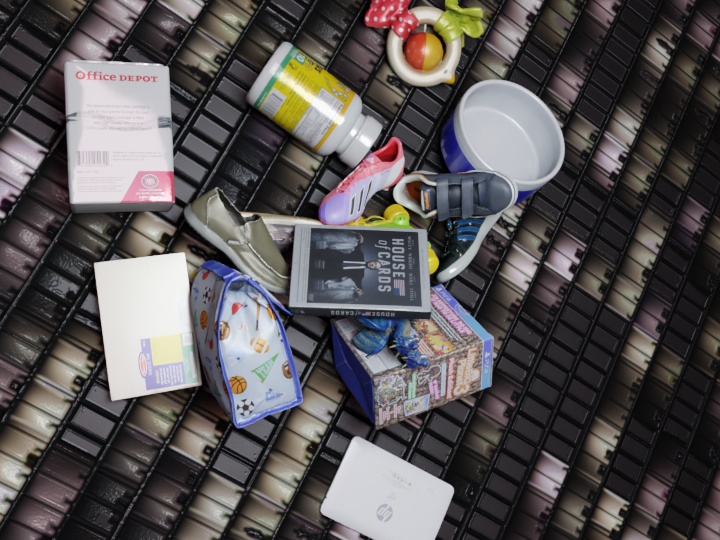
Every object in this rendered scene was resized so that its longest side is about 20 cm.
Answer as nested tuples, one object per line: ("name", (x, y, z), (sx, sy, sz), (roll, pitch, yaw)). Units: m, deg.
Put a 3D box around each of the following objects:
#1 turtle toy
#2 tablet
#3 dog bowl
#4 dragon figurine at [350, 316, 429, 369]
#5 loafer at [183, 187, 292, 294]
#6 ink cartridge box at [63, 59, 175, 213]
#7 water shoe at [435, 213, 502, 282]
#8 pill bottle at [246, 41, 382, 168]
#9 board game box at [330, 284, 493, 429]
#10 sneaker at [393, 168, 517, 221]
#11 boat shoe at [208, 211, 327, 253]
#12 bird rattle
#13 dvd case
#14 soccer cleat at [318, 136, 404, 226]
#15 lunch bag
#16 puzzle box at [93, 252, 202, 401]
("turtle toy", (0.021, -0.014, 1.206), (0.198, 0.102, 0.146), (-13, 47, -18))
("tablet", (0.045, 0.365, 1.227), (0.199, 0.014, 0.131), (30, 76, -13))
("dog bowl", (0.237, -0.214, 1.290), (0.198, 0.079, 0.202), (9, 63, -19))
("dragon figurine", (0.019, 0.079, 1.108), (0.099, 0.198, 0.059), (-44, 140, -44))
("loafer", (-0.159, -0.043, 1.106), (0.200, 0.075, 0.070), (39, 103, -14))
("ink cartridge box", (-0.348, -0.190, 1.114), (0.143, 0.084, 0.203), (-2, 86, -19))
("water shoe", (0.166, -0.067, 1.288), (0.079, 0.071, 0.201), (40, 63, -8))
("pill bottle", (-0.068, -0.252, 1.201), (0.199, 0.113, 0.113), (35, 75, -12))
("board game box", (0.076, 0.126, 1.174), (0.198, 0.160, 0.098), (-16, 125, -19))
("sneaker", (0.144, -0.117, 1.217), (0.079, 0.198, 0.079), (-30, 119, -52))
("boat shoe", (-0.137, -0.054, 1.182), (0.198, 0.072, 0.066), (4, 93, -12))
("bird rattle", (0.103, -0.392, 1.286), (0.198, 0.113, 0.165), (1, 100, -16))
("dvd case", (0.000, 0.000, 1.105), (0.197, 0.025, 0.152), (2, 53, -2))
("soccer cleat", (0.002, -0.139, 1.206), (0.066, 0.077, 0.200), (28, 47, 27))
("lunch bag", (-0.168, 0.088, 1.081), (0.123, 0.170, 0.202), (-19, 104, -22))
("puzzle box", (-0.312, 0.081, 1.129), (0.132, 0.025, 0.203), (-7, 87, -20))
